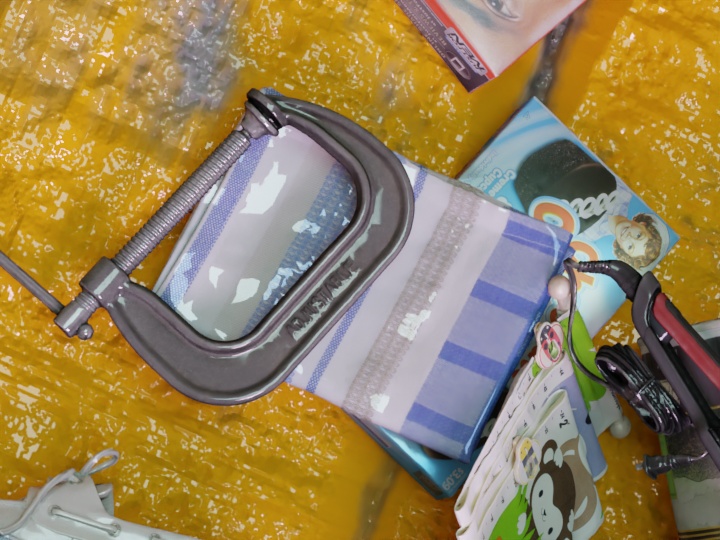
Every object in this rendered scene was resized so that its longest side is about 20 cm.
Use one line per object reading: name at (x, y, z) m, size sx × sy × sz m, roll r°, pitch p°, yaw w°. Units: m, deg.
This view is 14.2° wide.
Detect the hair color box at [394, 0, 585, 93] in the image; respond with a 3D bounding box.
hair color box at (0.106, -0.206, 1.627) m, size 0.200 × 0.064 × 0.111 m, roll -42°, pitch 95°, yaw -13°

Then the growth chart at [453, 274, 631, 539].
growth chart at (0.095, 0.123, 1.550) m, size 0.145 × 0.018 × 0.200 m, roll 58°, pitch 47°, yaw -43°

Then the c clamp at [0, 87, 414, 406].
c clamp at (-0.078, -0.022, 1.543) m, size 0.200 × 0.027 × 0.171 m, roll -42°, pitch 79°, yaw -9°

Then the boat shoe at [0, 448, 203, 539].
boat shoe at (-0.148, 0.134, 1.512) m, size 0.201 × 0.075 × 0.086 m, roll 16°, pitch 68°, yaw 2°

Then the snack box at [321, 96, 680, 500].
snack box at (0.070, 0.015, 1.604) m, size 0.116 × 0.037 × 0.200 m, roll 43°, pitch 76°, yaw -3°

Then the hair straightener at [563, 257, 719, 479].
hair straightener at (0.165, 0.075, 1.507) m, size 0.077 × 0.041 × 0.200 m, roll -45°, pitch 77°, yaw 17°

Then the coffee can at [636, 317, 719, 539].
coffee can at (0.241, 0.121, 1.578) m, size 0.146 × 0.146 × 0.201 m, roll -10°, pitch 85°, yaw -14°

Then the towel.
towel at (0.000, 0.000, 1.563) m, size 0.199 × 0.024 × 0.147 m, roll 26°, pitch 74°, yaw 9°
